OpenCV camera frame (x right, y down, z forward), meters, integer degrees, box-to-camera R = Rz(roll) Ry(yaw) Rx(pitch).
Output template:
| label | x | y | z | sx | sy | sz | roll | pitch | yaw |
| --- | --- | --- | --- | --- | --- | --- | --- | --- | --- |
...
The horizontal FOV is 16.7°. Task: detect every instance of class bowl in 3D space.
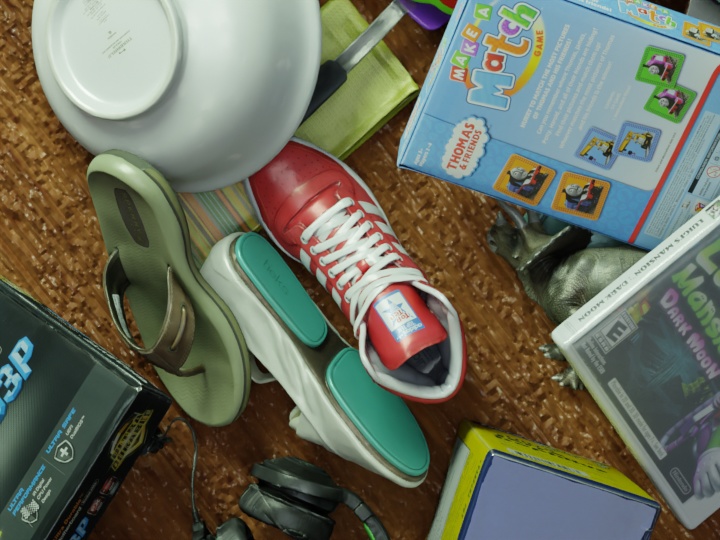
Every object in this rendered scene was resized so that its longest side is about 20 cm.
| label | x | y | z | sx | sy | sz | roll | pitch | yaw |
| --- | --- | --- | --- | --- | --- | --- | --- | --- | --- |
| bowl | -0.129 | -0.144 | 1.502 | 0.200 | 0.090 | 0.203 | 5 | 101 | 26 |

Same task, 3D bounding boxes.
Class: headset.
| label | x | y | z | sx | sy | sz | roll | pitch | yaw |
| --- | --- | --- | --- | --- | --- | --- | --- | --- | --- |
| headset | -0.066 | 0.168 | 1.557 | 0.200 | 0.094 | 0.124 | 43 | 90 | 7 |

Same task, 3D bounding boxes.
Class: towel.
| label | x | y | z | sx | sy | sz | roll | pitch | yaw |
| --- | --- | --- | --- | --- | --- | --- | --- | --- | --- |
| towel | -0.062 | -0.084 | 1.586 | 0.200 | 0.018 | 0.086 | -40 | 94 | -1 |

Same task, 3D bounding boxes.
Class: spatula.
| label | x | y | z | sx | sy | sz | roll | pitch | yaw |
| --- | --- | --- | --- | --- | --- | --- | --- | --- | --- |
| spatula | -0.002 | -0.140 | 1.562 | 0.057 | 0.021 | 0.200 | 45 | 78 | 2 |

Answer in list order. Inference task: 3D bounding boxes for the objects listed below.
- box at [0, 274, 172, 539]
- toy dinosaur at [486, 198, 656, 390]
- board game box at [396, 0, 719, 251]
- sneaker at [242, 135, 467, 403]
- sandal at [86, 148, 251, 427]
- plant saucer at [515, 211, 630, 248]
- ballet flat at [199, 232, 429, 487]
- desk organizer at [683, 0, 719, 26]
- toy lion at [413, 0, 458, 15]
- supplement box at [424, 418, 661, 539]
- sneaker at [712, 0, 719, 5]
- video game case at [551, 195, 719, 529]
| label | x | y | z | sx | sy | sz | roll | pitch | yaw |
| --- | --- | --- | --- | --- | --- | --- | --- | --- | --- |
| box | -0.232 | 0.120 | 1.536 | 0.159 | 0.046 | 0.201 | 33 | 91 | 28 |
| toy dinosaur | 0.170 | 0.022 | 1.555 | 0.198 | 0.077 | 0.103 | 13 | 109 | 3 |
| board game box | 0.140 | -0.098 | 1.495 | 0.198 | 0.037 | 0.152 | 18 | 126 | -7 |
| sneaker | 0.000 | 0.000 | 1.536 | 0.071 | 0.113 | 0.200 | -40 | 99 | 3 |
| sandal | -0.131 | 0.018 | 1.531 | 0.057 | 0.079 | 0.202 | -50 | 130 | -38 |
| plant saucer | 0.198 | 0.009 | 1.601 | 0.199 | 0.019 | 0.070 | 37 | 90 | -2 |
| ballet flat | -0.035 | 0.065 | 1.574 | 0.069 | 0.069 | 0.200 | -39 | 94 | -1 |
| desk organizer | 0.239 | -0.165 | 1.566 | 0.071 | 0.077 | 0.202 | 15 | 92 | -2 |
| toy lion | 0.020 | -0.232 | 1.481 | 0.199 | 0.192 | 0.069 | 6 | 53 | 31 |
| supplement box | 0.105 | 0.167 | 1.511 | 0.109 | 0.200 | 0.110 | 18 | 92 | -3 |
| sneaker | 0.206 | -0.196 | 1.489 | 0.198 | 0.074 | 0.088 | 6 | 98 | -4 |
| video game case | 0.235 | 0.048 | 1.547 | 0.181 | 0.023 | 0.200 | -39 | 128 | -2 |
